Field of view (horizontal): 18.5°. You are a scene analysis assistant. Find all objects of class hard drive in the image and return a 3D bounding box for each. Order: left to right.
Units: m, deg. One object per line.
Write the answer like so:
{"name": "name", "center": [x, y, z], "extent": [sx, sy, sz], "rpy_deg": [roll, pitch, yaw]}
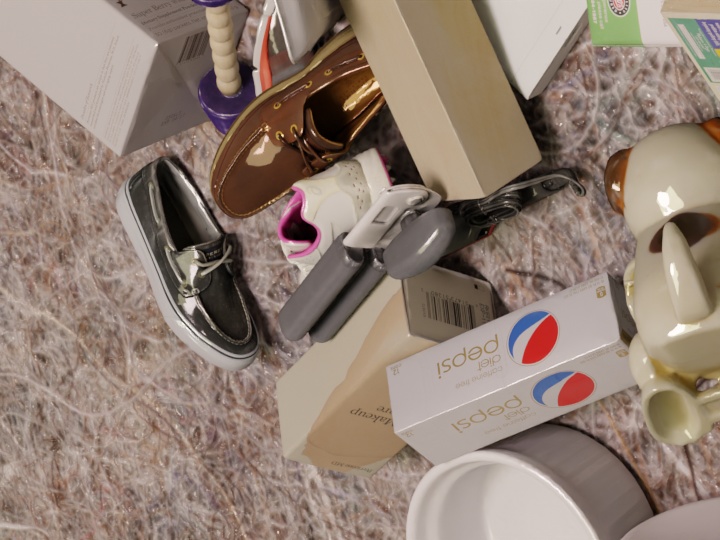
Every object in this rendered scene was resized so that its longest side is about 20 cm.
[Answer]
{"name": "hard drive", "center": [0.092, -0.243, 1.659], "extent": [0.200, 0.026, 0.132], "rpy_deg": [46, 131, 15]}

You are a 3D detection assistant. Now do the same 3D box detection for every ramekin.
{"name": "ramekin", "center": [0.142, 0.221, 1.769], "extent": [0.199, 0.097, 0.202], "rpy_deg": [17, 119, 33]}

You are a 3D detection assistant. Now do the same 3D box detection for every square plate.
{"name": "square plate", "center": [-0.050, -0.270, 1.671], "extent": [0.028, 0.198, 0.202], "rpy_deg": [-11, 103, 12]}

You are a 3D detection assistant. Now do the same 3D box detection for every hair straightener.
{"name": "hair straightener", "center": [0.091, -0.037, 1.713], "extent": [0.199, 0.077, 0.041], "rpy_deg": [-18, 92, 43]}

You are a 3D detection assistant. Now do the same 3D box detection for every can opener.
{"name": "can opener", "center": [0.000, 0.000, 1.721], "extent": [0.200, 0.052, 0.067], "rpy_deg": [-46, 47, 44]}

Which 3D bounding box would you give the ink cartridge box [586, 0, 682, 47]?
{"name": "ink cartridge box", "center": [0.249, -0.229, 1.490], "extent": [0.199, 0.084, 0.147], "rpy_deg": [6, 113, 38]}

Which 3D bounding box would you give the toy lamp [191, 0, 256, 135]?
{"name": "toy lamp", "center": [-0.110, -0.176, 1.788], "extent": [0.058, 0.058, 0.200], "rpy_deg": [37, 160, 22]}

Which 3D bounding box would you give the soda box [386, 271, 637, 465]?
{"name": "soda box", "center": [0.121, 0.077, 1.686], "extent": [0.199, 0.068, 0.064], "rpy_deg": [-25, 51, 23]}

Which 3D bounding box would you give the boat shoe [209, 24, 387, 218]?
{"name": "boat shoe", "center": [-0.043, -0.113, 1.738], "extent": [0.200, 0.068, 0.072], "rpy_deg": [-43, 114, 12]}

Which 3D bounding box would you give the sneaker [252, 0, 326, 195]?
{"name": "sneaker", "center": [-0.042, -0.153, 1.797], "extent": [0.081, 0.077, 0.202], "rpy_deg": [7, 117, 8]}

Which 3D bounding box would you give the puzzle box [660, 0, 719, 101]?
{"name": "puzzle box", "center": [0.296, -0.121, 1.455], "extent": [0.132, 0.026, 0.200], "rpy_deg": [8, 154, 38]}

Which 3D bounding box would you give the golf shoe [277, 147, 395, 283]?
{"name": "golf shoe", "center": [-0.033, -0.029, 1.789], "extent": [0.200, 0.091, 0.076], "rpy_deg": [113, 138, -56]}

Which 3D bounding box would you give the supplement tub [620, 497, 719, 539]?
{"name": "supplement tub", "center": [0.278, 0.284, 1.649], "extent": [0.144, 0.144, 0.202], "rpy_deg": [-8, 103, 42]}

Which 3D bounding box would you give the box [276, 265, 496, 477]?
{"name": "box", "center": [0.020, 0.082, 1.800], "extent": [0.200, 0.094, 0.078], "rpy_deg": [-47, 38, 43]}

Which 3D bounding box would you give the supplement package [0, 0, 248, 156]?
{"name": "supplement package", "center": [-0.216, -0.213, 1.867], "extent": [0.200, 0.121, 0.120], "rpy_deg": [38, 129, 20]}

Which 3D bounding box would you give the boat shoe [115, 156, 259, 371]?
{"name": "boat shoe", "center": [-0.146, -0.007, 1.930], "extent": [0.201, 0.072, 0.071], "rpy_deg": [56, 137, 9]}

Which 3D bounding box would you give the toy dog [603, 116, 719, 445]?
{"name": "toy dog", "center": [0.229, -0.008, 1.542], "extent": [0.139, 0.194, 0.201], "rpy_deg": [-25, 47, 26]}

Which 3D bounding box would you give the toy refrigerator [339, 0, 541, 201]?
{"name": "toy refrigerator", "center": [0.057, -0.158, 1.668], "extent": [0.076, 0.070, 0.201], "rpy_deg": [-2, 116, 60]}
